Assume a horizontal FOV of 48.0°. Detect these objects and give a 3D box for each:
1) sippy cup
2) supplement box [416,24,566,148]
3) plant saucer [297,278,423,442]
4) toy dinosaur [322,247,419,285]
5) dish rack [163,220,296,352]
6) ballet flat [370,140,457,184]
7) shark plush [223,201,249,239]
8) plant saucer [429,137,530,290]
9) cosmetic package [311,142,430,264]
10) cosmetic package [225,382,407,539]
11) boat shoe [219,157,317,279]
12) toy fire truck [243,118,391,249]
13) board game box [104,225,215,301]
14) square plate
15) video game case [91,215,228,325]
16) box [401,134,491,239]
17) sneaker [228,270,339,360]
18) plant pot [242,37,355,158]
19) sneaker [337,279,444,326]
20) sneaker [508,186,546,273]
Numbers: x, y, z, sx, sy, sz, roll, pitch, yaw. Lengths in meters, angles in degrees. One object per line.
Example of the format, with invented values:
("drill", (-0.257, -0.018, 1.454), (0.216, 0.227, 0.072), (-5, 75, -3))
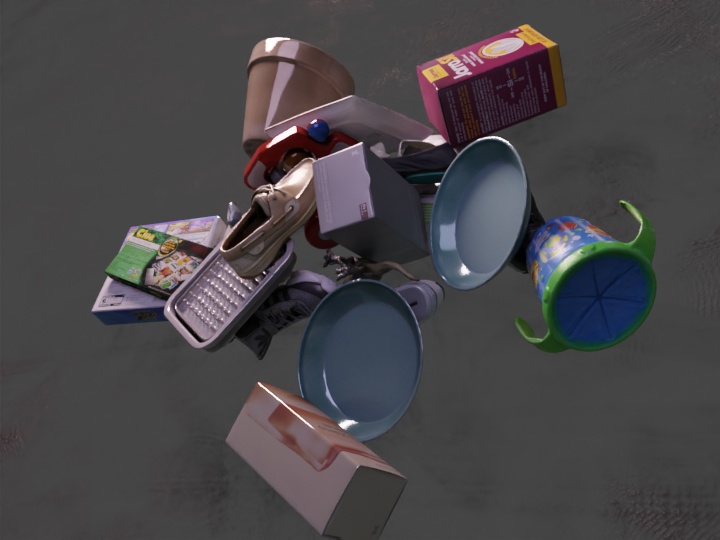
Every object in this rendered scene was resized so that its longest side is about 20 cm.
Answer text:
("sippy cup", (0.262, 0.004, 0.967), (0.174, 0.142, 0.131), (-19, 30, -1))
("supplement box", (0.203, -0.290, 1.266), (0.196, 0.105, 0.132), (-21, 32, -1))
("plant saucer", (0.004, 0.114, 1.021), (0.197, 0.036, 0.205), (-11, 72, 35))
("toy dinosaur", (0.000, 0.000, 1.090), (0.199, 0.086, 0.049), (173, 108, -68))
("dish rack", (-0.182, 0.022, 1.160), (0.200, 0.044, 0.171), (-48, 38, -9))
("ballet flat", (0.052, -0.155, 1.187), (0.195, 0.074, 0.074), (-9, 41, -10))
("shark plush", (-0.182, -0.030, 1.298), (0.081, 0.092, 0.202), (8, 42, -4))
("plant saucer", (0.162, -0.072, 1.066), (0.199, 0.035, 0.205), (-29, 55, 54))
("cosmetic package", (0.018, -0.081, 1.101), (0.089, 0.199, 0.109), (-17, 68, 25))
("cosmetic package", (-0.054, 0.220, 0.938), (0.199, 0.103, 0.088), (29, 89, 43))
("boat shoe", (-0.119, -0.084, 1.117), (0.071, 0.065, 0.201), (22, 69, 44))
("toy fire truck", (-0.067, -0.145, 1.229), (0.169, 0.197, 0.113), (-51, 29, 27))
("board game box", (-0.326, -0.011, 1.319), (0.197, 0.024, 0.106), (16, 65, 37))
("square plate", (-0.017, -0.210, 1.271), (0.195, 0.198, 0.029), (-10, 76, 41))
("video game case", (-0.334, 0.001, 1.363), (0.196, 0.046, 0.184), (-5, 52, 26))
("box", (0.113, -0.132, 1.247), (0.142, 0.037, 0.202), (2, 50, 31))
("sneaker", (-0.114, 0.068, 1.154), (0.197, 0.076, 0.115), (-4, 49, 39))
("plant pot", (-0.125, -0.276, 1.429), (0.197, 0.200, 0.177), (5, 69, 33))
("sneaker", (0.028, 0.066, 1.087), (0.197, 0.070, 0.075), (-18, 85, 34))
("sneaker", (0.207, -0.085, 1.106), (0.074, 0.088, 0.202), (-21, 43, 9))
